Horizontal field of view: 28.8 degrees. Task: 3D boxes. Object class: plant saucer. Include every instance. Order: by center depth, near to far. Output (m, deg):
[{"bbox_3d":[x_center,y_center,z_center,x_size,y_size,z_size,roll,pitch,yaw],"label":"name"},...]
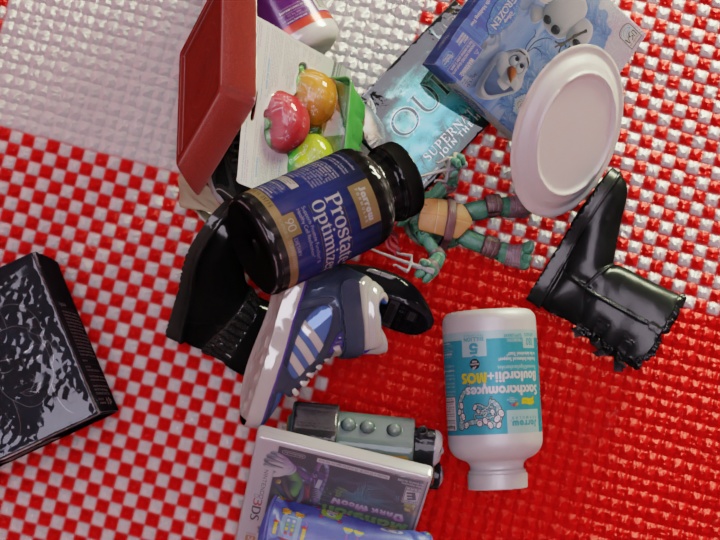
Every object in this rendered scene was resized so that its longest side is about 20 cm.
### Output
[{"bbox_3d":[-0.164,-0.219,1.558,0.036,0.200,0.203,11,59,-21],"label":"plant saucer"}]

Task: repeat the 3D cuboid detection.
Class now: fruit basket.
[{"bbox_3d":[-0.077,-0.164,1.577,0.093,0.199,0.188,-2,79,37],"label":"fruit basket"}]

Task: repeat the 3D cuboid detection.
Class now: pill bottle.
[{"bbox_3d":[-0.034,-0.063,1.498,0.198,0.112,0.113,-26,85,-24],"label":"pill bottle"},{"bbox_3d":[0.152,0.147,1.604,0.109,0.111,0.204,-3,85,0],"label":"pill bottle"},{"bbox_3d":[-0.119,-0.330,1.650,0.112,0.112,0.201,-32,85,-3],"label":"pill bottle"}]

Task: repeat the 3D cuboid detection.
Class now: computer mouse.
[{"bbox_3d":[0.000,0.000,1.615,0.197,0.141,0.046,19,58,5],"label":"computer mouse"}]

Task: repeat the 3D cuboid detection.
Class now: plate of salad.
[{"bbox_3d":[0.231,-0.161,1.604,0.048,0.199,0.202,25,83,42],"label":"plate of salad"}]

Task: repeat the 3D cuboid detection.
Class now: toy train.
[{"bbox_3d":[-0.001,0.209,1.591,0.197,0.115,0.086,7,47,1],"label":"toy train"}]

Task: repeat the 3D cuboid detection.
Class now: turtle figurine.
[{"bbox_3d":[0.103,-0.061,1.631,0.197,0.101,0.152,7,94,-13],"label":"turtle figurine"}]

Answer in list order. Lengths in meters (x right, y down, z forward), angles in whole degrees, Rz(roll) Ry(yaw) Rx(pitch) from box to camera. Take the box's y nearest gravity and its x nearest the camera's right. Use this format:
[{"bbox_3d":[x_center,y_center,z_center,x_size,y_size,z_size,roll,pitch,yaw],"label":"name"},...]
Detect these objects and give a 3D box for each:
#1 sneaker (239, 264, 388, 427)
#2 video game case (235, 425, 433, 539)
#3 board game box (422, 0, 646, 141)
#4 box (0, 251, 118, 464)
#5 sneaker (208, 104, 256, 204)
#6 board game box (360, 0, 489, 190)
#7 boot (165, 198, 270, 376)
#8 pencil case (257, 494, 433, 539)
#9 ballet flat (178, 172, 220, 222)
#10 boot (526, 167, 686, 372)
[{"bbox_3d":[-0.041,0.094,1.559,0.145,0.080,0.203,18,90,-18],"label":"sneaker"},{"bbox_3d":[-0.033,0.265,1.576,0.197,0.024,0.184,13,129,-1],"label":"video game case"},{"bbox_3d":[0.206,-0.259,1.641,0.198,0.043,0.201,37,85,-20],"label":"board game box"},{"bbox_3d":[-0.411,0.113,1.605,0.198,0.124,0.199,-24,86,-1],"label":"box"},{"bbox_3d":[-0.144,-0.163,1.613,0.079,0.087,0.202,-9,65,-15],"label":"sneaker"},{"bbox_3d":[0.090,-0.206,1.679,0.135,0.028,0.200,44,86,3],"label":"board game box"},{"bbox_3d":[-0.125,0.032,1.600,0.156,0.080,0.213,27,128,7],"label":"boot"},{"bbox_3d":[-0.014,0.305,1.539,0.197,0.087,0.079,13,100,0],"label":"pencil case"},{"bbox_3d":[-0.127,-0.061,1.656,0.198,0.069,0.070,25,85,5],"label":"ballet flat"},{"bbox_3d":[0.304,0.004,1.636,0.161,0.073,0.200,32,93,6],"label":"boot"}]
